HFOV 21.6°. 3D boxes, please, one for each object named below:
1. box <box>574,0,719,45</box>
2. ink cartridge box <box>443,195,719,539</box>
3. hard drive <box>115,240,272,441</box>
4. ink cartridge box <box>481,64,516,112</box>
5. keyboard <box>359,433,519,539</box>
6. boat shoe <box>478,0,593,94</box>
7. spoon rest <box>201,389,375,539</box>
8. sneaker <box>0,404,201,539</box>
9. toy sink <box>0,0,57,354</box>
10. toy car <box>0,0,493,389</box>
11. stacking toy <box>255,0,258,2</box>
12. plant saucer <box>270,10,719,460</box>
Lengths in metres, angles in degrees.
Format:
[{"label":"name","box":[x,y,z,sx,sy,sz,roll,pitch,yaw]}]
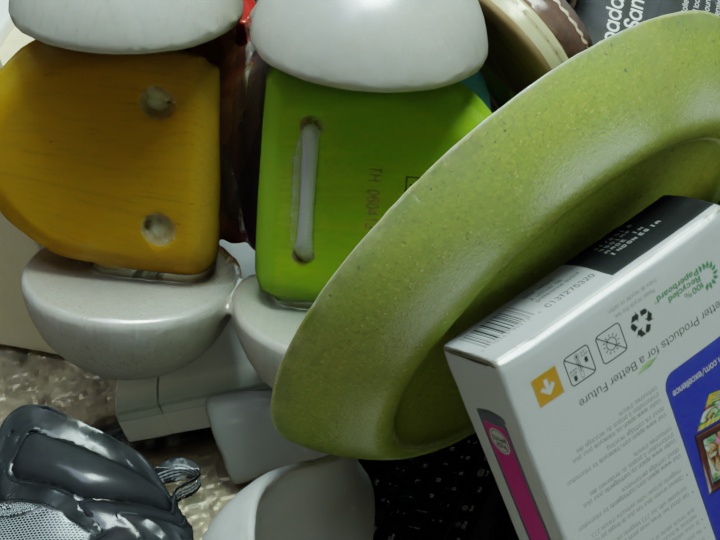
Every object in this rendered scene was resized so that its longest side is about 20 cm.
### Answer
[{"label":"box","box":[0.171,-0.094,0.804,0.199,0.036,0.143,19,59,-8]},{"label":"ink cartridge box","box":[0.103,0.085,0.606,0.095,0.201,0.037,-32,22,-22]},{"label":"hard drive","box":[0.000,0.000,0.791,0.199,0.027,0.132,-11,41,11]},{"label":"ink cartridge box","box":[0.046,-0.123,0.898,0.199,0.076,0.148,-17,44,-10]},{"label":"keyboard","box":[0.035,0.082,0.716,0.104,0.040,0.200,10,48,20]},{"label":"boat shoe","box":[0.058,-0.133,0.747,0.072,0.072,0.200,-34,28,5]},{"label":"spoon rest","box":[-0.024,0.097,0.655,0.060,0.100,0.200,-17,24,4]},{"label":"sneaker","box":[-0.149,0.114,0.691,0.199,0.076,0.114,-5,43,-4]},{"label":"toy sink","box":[-0.176,-0.079,0.800,0.130,0.200,0.112,8,47,18]},{"label":"toy car","box":[-0.036,-0.053,0.715,0.199,0.176,0.150,8,26,9]},{"label":"stacking toy","box":[-0.023,-0.160,0.869,0.146,0.146,0.200,14,53,22]},{"label":"plant saucer","box":[0.058,0.000,0.624,0.200,0.200,0.031,-32,68,-22]}]
